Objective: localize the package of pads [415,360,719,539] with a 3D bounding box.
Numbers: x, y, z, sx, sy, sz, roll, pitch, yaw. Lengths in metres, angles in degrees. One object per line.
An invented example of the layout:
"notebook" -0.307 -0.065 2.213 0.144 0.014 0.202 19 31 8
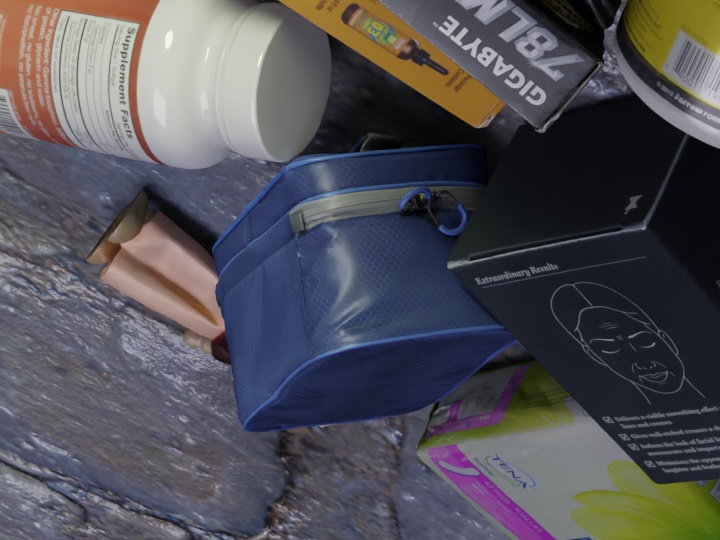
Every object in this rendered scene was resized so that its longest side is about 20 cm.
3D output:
"package of pads" 0.148 0.119 1.565 0.154 0.068 0.200 44 146 -26

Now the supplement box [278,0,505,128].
"supplement box" 0.004 -0.159 1.273 0.200 0.069 0.067 34 150 -6

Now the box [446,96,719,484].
"box" 0.174 0.011 1.343 0.148 0.107 0.200 -10 133 48

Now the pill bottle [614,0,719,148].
"pill bottle" 0.189 -0.153 1.037 0.112 0.112 0.200 26 125 6

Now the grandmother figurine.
"grandmother figurine" -0.085 0.033 1.641 0.200 0.061 0.121 37 157 -8

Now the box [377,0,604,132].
"box" 0.023 -0.171 1.121 0.200 0.199 0.050 36 114 -12

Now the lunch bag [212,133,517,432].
"lunch bag" 0.000 0.000 1.423 0.135 0.133 0.200 -5 162 -26

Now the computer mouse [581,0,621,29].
"computer mouse" 0.081 -0.190 1.089 0.046 0.200 0.141 -30 118 8

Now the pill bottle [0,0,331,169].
"pill bottle" -0.122 -0.118 1.392 0.199 0.112 0.112 12 146 26
